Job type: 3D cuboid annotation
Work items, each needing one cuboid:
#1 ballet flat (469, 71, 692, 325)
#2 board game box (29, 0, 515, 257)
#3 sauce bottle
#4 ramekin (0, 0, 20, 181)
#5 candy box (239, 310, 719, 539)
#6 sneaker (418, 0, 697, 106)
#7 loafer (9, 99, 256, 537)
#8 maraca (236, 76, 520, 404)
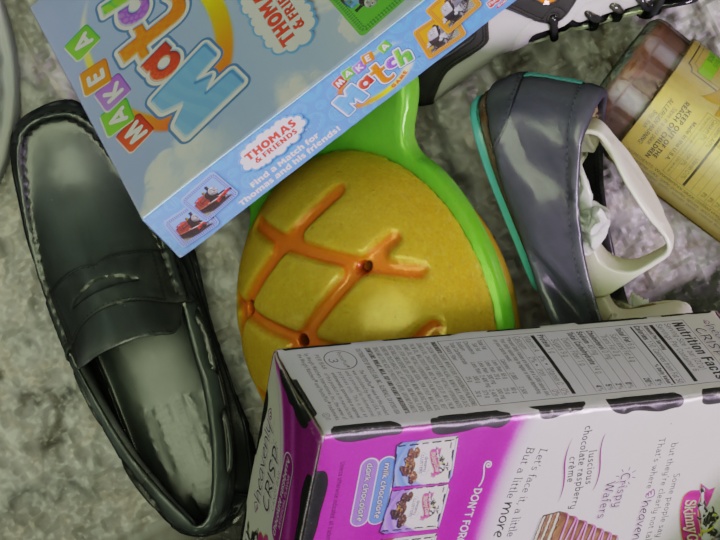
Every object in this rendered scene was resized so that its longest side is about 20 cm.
[{"bbox_3d":[0.102,0.009,1.036,0.073,0.073,0.201,-15,110,5],"label":"ballet flat"},{"bbox_3d":[-0.030,-0.119,1.027,0.200,0.037,0.152,-38,48,7],"label":"board game box"},{"bbox_3d":[0.186,-0.026,1.052,0.200,0.065,0.065,37,96,-1],"label":"sauce bottle"},{"bbox_3d":[-0.252,-0.080,1.061,0.201,0.094,0.204,0,95,4],"label":"ramekin"},{"bbox_3d":[0.055,0.093,0.985,0.199,0.061,0.137,-3,125,-23],"label":"candy box"},{"bbox_3d":[0.100,-0.130,1.044,0.200,0.074,0.080,-39,93,6],"label":"sneaker"},{"bbox_3d":[-0.098,0.020,1.070,0.068,0.070,0.201,-23,93,5],"label":"loafer"},{"bbox_3d":[0.000,0.000,1.043,0.137,0.107,0.201,-20,86,35],"label":"maraca"}]
